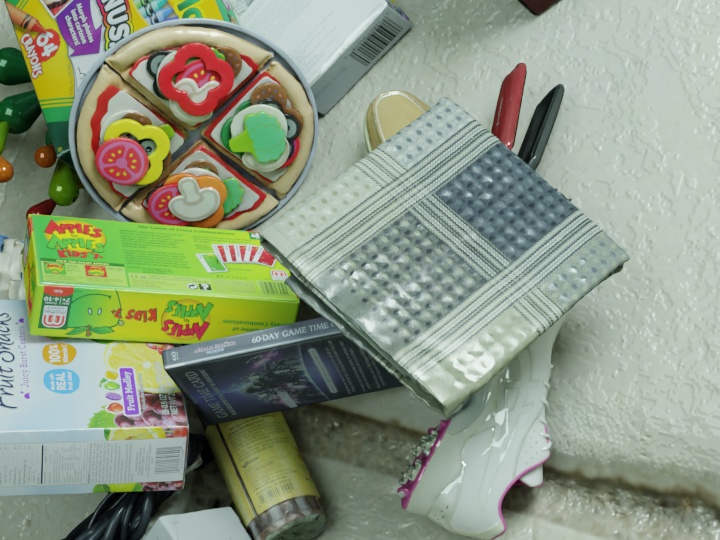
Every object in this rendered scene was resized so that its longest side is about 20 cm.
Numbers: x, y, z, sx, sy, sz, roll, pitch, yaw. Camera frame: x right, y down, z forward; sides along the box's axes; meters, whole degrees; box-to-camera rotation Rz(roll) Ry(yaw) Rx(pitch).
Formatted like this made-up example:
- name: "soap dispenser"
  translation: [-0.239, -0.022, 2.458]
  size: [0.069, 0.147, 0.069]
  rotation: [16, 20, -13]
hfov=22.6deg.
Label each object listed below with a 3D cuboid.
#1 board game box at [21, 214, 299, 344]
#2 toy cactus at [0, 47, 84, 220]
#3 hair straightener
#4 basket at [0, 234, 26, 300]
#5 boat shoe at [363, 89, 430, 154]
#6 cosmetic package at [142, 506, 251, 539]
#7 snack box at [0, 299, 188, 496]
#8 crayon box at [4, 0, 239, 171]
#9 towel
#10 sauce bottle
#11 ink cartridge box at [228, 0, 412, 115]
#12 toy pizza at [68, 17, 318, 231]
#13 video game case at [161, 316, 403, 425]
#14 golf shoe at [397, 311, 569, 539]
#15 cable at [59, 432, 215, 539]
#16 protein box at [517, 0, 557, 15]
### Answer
- name: "board game box"
  translation: [-0.156, 0.009, 1.390]
  size: [0.102, 0.200, 0.048]
  rotation: [-112, 31, -55]
- name: "toy cactus"
  translation: [-0.282, -0.143, 1.596]
  size: [0.165, 0.102, 0.200]
  rotation: [-36, 58, -5]
- name: "hair straightener"
  translation: [0.128, -0.060, 1.330]
  size: [0.041, 0.077, 0.200]
  rotation: [-45, 26, 50]
- name: "basket"
  translation: [-0.301, 0.058, 1.496]
  size: [0.200, 0.139, 0.177]
  rotation: [2, 76, -2]
- name: "boat shoe"
  translation: [0.064, -0.068, 1.368]
  size: [0.072, 0.076, 0.200]
  rotation: [-30, 66, -9]
- name: "cosmetic package"
  translation: [-0.148, 0.289, 1.367]
  size: [0.200, 0.081, 0.113]
  rotation: [-53, 58, 27]
- name: "snack box"
  translation: [-0.237, 0.092, 1.345]
  size: [0.169, 0.200, 0.068]
  rotation: [-111, 23, -54]
- name: "crayon box"
  translation: [-0.196, -0.205, 1.501]
  size: [0.172, 0.058, 0.200]
  rotation: [-29, 64, 12]
- name: "towel"
  translation: [0.056, -0.012, 1.253]
  size: [0.200, 0.035, 0.193]
  rotation: [-36, 68, -27]
- name: "sauce bottle"
  translation: [-0.090, 0.124, 1.417]
  size: [0.065, 0.065, 0.200]
  rotation: [-33, 64, 18]
- name: "ink cartridge box"
  translation: [-0.056, -0.238, 1.506]
  size: [0.109, 0.050, 0.200]
  rotation: [-44, 59, 13]
- name: "toy pizza"
  translation: [-0.132, -0.105, 1.435]
  size: [0.200, 0.200, 0.032]
  rotation: [-39, 29, 15]
- name: "video game case"
  translation: [-0.032, 0.068, 1.318]
  size: [0.200, 0.143, 0.019]
  rotation: [-11, 68, 5]
- name: "golf shoe"
  translation: [0.109, 0.105, 1.319]
  size: [0.091, 0.075, 0.200]
  rotation: [32, 85, 0]
- name: "cable"
  translation: [-0.196, 0.202, 1.405]
  size: [0.200, 0.163, 0.051]
  rotation: [-40, 97, 5]
- name: "protein box"
  translation: [0.144, -0.346, 1.373]
  size: [0.198, 0.135, 0.200]
  rotation: [-34, 63, 17]
